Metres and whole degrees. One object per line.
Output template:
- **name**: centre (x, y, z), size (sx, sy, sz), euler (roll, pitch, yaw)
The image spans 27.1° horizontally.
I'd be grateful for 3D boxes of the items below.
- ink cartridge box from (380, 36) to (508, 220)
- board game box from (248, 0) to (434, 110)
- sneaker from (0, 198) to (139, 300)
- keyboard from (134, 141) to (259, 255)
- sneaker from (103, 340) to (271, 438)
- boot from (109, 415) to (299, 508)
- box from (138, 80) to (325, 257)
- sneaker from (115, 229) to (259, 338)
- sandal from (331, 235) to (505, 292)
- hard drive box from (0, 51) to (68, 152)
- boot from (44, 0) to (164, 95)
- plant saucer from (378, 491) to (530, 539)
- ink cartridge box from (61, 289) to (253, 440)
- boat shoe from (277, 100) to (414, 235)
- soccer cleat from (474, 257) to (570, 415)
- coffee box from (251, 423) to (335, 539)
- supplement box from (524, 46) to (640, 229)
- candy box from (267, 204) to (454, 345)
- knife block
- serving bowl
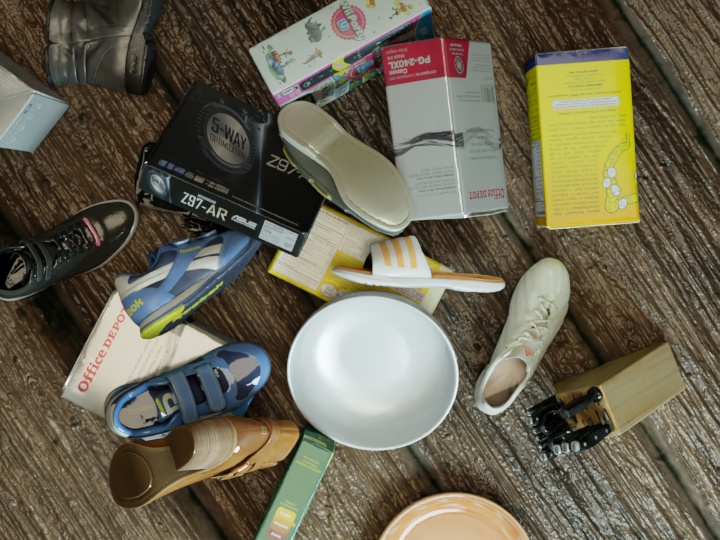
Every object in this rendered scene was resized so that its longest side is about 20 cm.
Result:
- **ink cartridge box**: centre (0.099, -0.159, 1.703), size (0.083, 0.145, 0.201), euler (-5, 93, 26)
- **board game box**: centre (-0.017, -0.256, 1.703), size (0.200, 0.148, 0.064), euler (-30, 82, 1)
- **sneaker**: centre (-0.350, -0.022, 1.737), size (0.200, 0.099, 0.071), euler (-28, 91, 0)
- **keyboard**: centre (-0.171, -0.083, 1.766), size (0.200, 0.040, 0.104), euler (13, 96, -12)
- **sneaker**: centre (-0.193, 0.140, 1.670), size (0.200, 0.082, 0.074), euler (-23, 92, -2)
- **boot**: centre (-0.178, 0.209, 1.671), size (0.200, 0.155, 0.077), euler (-38, 64, 39)
- **box**: centre (-0.133, -0.118, 1.713), size (0.200, 0.160, 0.044), euler (24, 137, -1)
- **sneaker**: centre (-0.190, -0.009, 1.694), size (0.200, 0.074, 0.082), euler (-38, 79, -27)
- **sandal**: centre (0.067, -0.010, 1.728), size (0.206, 0.079, 0.059), euler (3, 93, -14)
- **hard drive box**: centre (-0.427, -0.210, 1.678), size (0.156, 0.200, 0.077), euler (37, 92, -1)
- **boot**: centre (-0.302, -0.308, 1.744), size (0.131, 0.070, 0.201), euler (10, 88, 4)
- **plant saucer**: centre (0.111, 0.362, 1.788), size (0.200, 0.037, 0.201), euler (0, 93, 0)
- **ink cartridge box**: centre (-0.226, 0.124, 1.751), size (0.200, 0.084, 0.145), euler (28, 93, -2)
- **boat shoe**: centre (-0.016, -0.108, 1.675), size (0.072, 0.060, 0.202), euler (-38, 69, -21)
- **soccer cleat**: centre (0.194, 0.080, 1.756), size (0.069, 0.078, 0.200), euler (26, 92, -1)
- **coffee box**: centre (-0.088, 0.283, 1.741), size (0.044, 0.123, 0.200), euler (25, 91, 0)
- **supplement box**: centre (0.256, -0.151, 1.731), size (0.109, 0.109, 0.201), euler (-4, 93, 0)
- **candy box**: centre (0.000, 0.000, 1.770), size (0.200, 0.026, 0.102), euler (27, 90, -7)
- **knife block**: centre (0.286, 0.153, 1.711), size (0.200, 0.176, 0.064), euler (-21, 93, 0)
- **serving bowl**: centre (0.016, 0.108, 1.749), size (0.200, 0.066, 0.201), euler (2, 113, 4)
